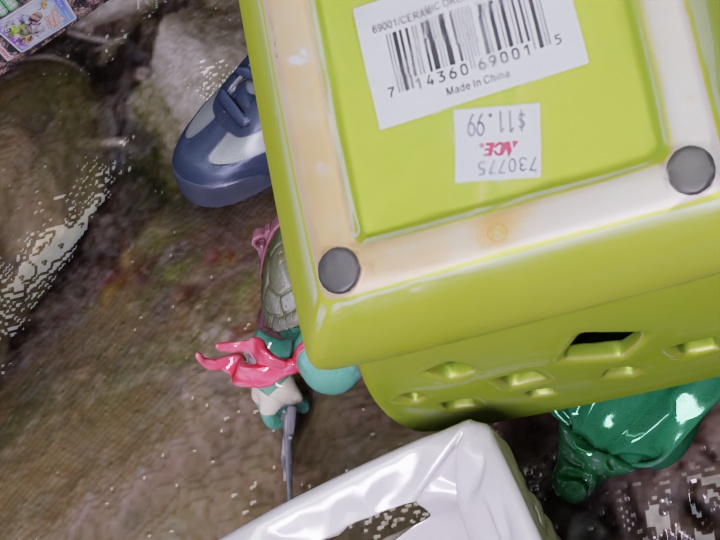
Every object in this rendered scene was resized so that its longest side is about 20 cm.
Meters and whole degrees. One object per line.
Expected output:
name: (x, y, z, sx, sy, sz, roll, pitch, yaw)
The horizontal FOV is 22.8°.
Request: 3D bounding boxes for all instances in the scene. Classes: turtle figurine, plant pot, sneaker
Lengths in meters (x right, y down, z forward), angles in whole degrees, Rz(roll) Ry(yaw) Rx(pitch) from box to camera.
turtle figurine: (0.000, 0.000, 0.799, 0.149, 0.101, 0.201, -18, 47, 25)
plant pot: (0.065, -0.059, 0.647, 0.199, 0.181, 0.200, -15, 77, 18)
sneaker: (-0.028, -0.120, 0.898, 0.200, 0.082, 0.070, -44, 53, -5)

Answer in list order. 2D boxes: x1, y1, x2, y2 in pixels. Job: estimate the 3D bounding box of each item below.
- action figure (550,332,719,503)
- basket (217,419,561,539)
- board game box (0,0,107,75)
action figure: (0.138, 0.012, 0.745, 0.118, 0.055, 0.200, 34, 92, 1)
basket: (0.037, 0.182, 0.659, 0.135, 0.123, 0.200, -26, 53, 9)
board game box: (-0.200, -0.227, 1.036, 0.200, 0.097, 0.160, -34, 53, 3)
